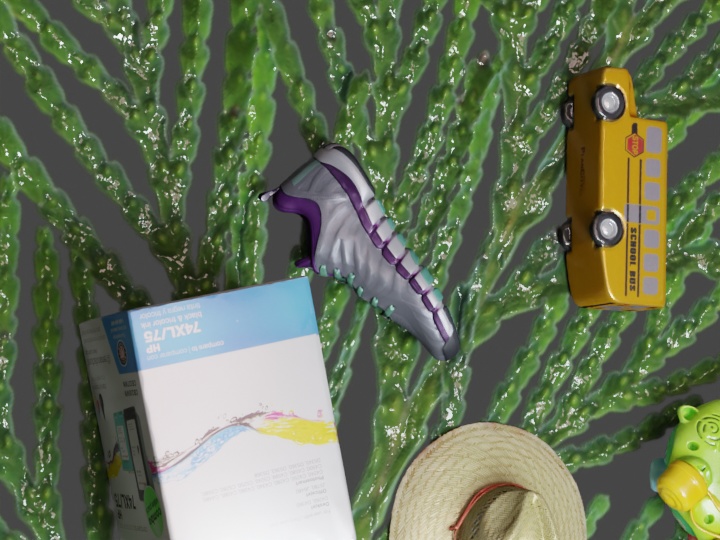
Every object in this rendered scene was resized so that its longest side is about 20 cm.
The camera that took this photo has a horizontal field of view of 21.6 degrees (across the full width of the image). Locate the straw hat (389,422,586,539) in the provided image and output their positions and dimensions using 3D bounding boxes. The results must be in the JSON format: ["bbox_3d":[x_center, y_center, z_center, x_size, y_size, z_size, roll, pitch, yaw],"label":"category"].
[{"bbox_3d":[0.123,0.225,1.540,0.199,0.085,0.203,2,84,-22],"label":"straw hat"}]

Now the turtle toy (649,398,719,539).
[{"bbox_3d":[0.327,0.195,1.620,0.146,0.101,0.201,-40,101,-20],"label":"turtle toy"}]

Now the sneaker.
[{"bbox_3d":[0.000,0.000,1.529,0.087,0.074,0.201,-33,90,-5],"label":"sneaker"}]

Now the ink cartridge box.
[{"bbox_3d":[-0.109,0.120,1.419,0.145,0.147,0.202,-11,89,-24],"label":"ink cartridge box"}]

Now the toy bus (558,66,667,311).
[{"bbox_3d":[0.219,-0.069,1.619,0.078,0.065,0.202,4,83,-23],"label":"toy bus"}]
